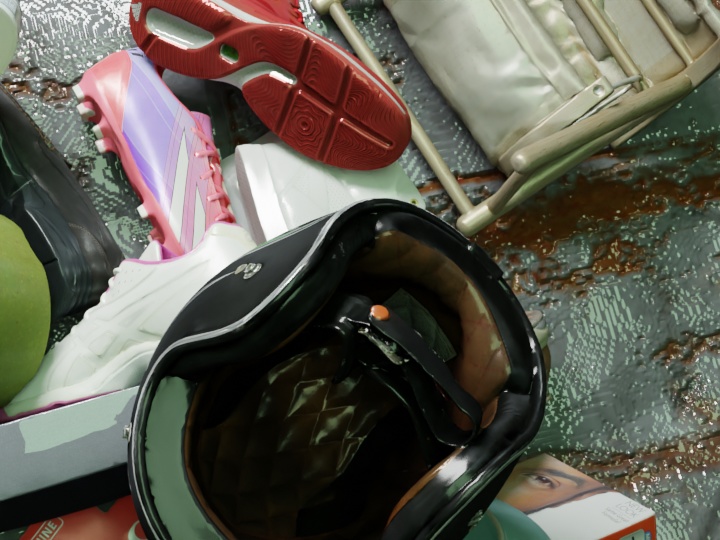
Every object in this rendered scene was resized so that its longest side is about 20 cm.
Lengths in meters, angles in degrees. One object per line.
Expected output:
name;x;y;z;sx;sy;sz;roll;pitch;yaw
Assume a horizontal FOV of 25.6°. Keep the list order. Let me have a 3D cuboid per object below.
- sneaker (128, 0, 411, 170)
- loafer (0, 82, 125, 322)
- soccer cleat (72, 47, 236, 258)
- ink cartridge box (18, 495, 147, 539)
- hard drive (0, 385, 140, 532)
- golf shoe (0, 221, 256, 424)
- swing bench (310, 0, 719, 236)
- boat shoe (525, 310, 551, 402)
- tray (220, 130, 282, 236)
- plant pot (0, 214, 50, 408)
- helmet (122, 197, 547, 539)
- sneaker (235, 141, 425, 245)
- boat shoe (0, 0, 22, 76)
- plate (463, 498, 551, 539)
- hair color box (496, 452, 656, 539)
sneaker;-0.038;-0.146;1.014;0.199;0.079;0.116;33;36;9
loafer;-0.215;-0.056;0.999;0.072;0.073;0.201;-8;65;-53
soccer cleat;-0.111;-0.054;1.011;0.076;0.067;0.201;-29;78;-11
ink cartridge box;-0.094;0.156;0.968;0.176;0.045;0.201;37;71;-1
hard drive;-0.176;0.111;0.907;0.198;0.135;0.043;-16;76;-7
golf shoe;-0.135;0.038;0.953;0.198;0.075;0.092;-21;74;15
swing bench;0.109;-0.168;1.057;0.199;0.130;0.200;-30;82;-23
boat shoe;0.069;0.088;0.967;0.200;0.075;0.073;-31;108;-51
tray;-0.013;-0.007;1.041;0.107;0.022;0.201;-32;83;-17
plant pot;-0.278;0.022;0.877;0.189;0.199;0.202;0;69;-57
helmet;-0.020;0.076;0.796;0.199;0.191;0.201;30;37;-26
sneaker;0.000;0.000;0.982;0.114;0.074;0.202;-11;67;-13
boat shoe;-0.266;-0.111;0.954;0.072;0.200;0.069;25;36;-21
plate;0.012;0.159;0.874;0.198;0.200;0.026;-9;112;-13
hair color box;0.065;0.180;0.931;0.198;0.111;0.065;-16;111;-29
